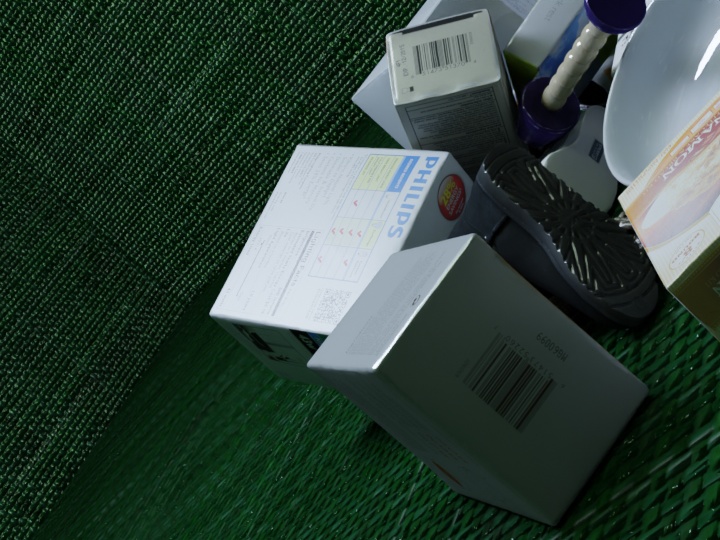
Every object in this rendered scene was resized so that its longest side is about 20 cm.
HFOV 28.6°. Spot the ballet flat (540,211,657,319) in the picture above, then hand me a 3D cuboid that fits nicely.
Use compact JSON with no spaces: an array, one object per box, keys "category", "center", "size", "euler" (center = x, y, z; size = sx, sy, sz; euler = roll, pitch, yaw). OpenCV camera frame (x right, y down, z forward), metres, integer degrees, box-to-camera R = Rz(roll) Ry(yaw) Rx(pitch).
[{"category":"ballet flat","center":[0.165,0.003,1.073],"size":[0.068,0.046,0.200],"euler":[-54,10,-29]}]

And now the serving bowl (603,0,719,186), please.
[{"category":"serving bowl","center":[0.263,-0.144,1.050],"size":[0.201,0.065,0.201],"euler":[-54,22,35]}]

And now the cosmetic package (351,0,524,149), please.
[{"category":"cosmetic package","center":[0.133,-0.217,1.630],"size":[0.201,0.199,0.123],"euler":[-53,10,-25]}]

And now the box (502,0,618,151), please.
[{"category":"box","center":[0.200,-0.224,1.321],"size":[0.201,0.047,0.122],"euler":[-54,-25,-10]}]

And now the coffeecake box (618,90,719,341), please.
[{"category":"coffeecake box","center":[0.241,-0.050,0.834],"size":[0.154,0.073,0.200],"euler":[-47,10,14]}]

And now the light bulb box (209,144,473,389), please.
[{"category":"light bulb box","center":[0.000,0.000,1.309],"size":[0.198,0.125,0.200],"euler":[7,63,43]}]

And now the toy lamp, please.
[{"category":"toy lamp","center":[0.176,-0.165,1.175],"size":[0.058,0.058,0.200],"euler":[-54,-4,-26]}]

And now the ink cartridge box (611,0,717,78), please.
[{"category":"ink cartridge box","center":[0.298,-0.223,1.216],"size":[0.145,0.084,0.200],"euler":[-46,9,29]}]

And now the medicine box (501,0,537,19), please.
[{"category":"medicine box","center":[0.216,-0.360,1.417],"size":[0.183,0.103,0.200],"euler":[-49,-9,-6]}]

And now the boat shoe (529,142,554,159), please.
[{"category":"boat shoe","center":[0.163,-0.102,1.440],"size":[0.201,0.067,0.072],"euler":[-56,11,-32]}]

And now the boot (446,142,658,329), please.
[{"category":"boot","center":[0.121,0.028,1.046],"size":[0.065,0.165,0.201],"euler":[-25,-26,-34]}]

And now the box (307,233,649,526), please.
[{"category":"box","center":[0.069,0.070,0.936],"size":[0.107,0.152,0.200],"euler":[-52,10,-10]}]

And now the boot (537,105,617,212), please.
[{"category":"boot","center":[0.180,-0.068,1.257],"size":[0.090,0.073,0.200],"euler":[-49,-1,37]}]

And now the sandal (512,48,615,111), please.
[{"category":"sandal","center":[0.222,-0.182,1.427],"size":[0.205,0.060,0.079],"euler":[-27,1,-16]}]

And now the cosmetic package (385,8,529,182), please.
[{"category":"cosmetic package","center":[0.098,-0.138,1.318],"size":[0.102,0.201,0.088],"euler":[-12,56,10]}]
